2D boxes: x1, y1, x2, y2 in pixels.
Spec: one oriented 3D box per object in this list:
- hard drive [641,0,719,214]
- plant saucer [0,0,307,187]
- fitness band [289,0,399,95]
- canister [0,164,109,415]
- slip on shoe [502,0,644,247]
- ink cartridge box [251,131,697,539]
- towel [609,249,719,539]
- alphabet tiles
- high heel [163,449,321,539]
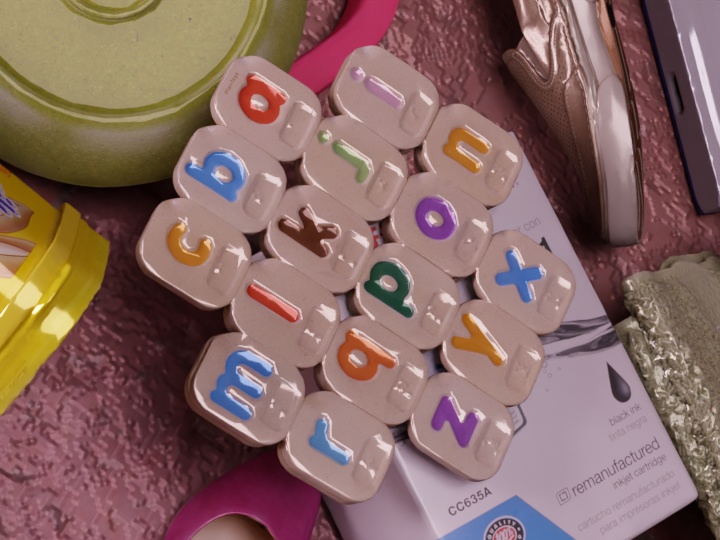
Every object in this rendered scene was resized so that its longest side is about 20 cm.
[{"bbox_3d":[0.254,-0.109,1.440,0.199,0.025,0.133,-9,81,-30],"label":"hard drive"},{"bbox_3d":[-0.117,-0.140,1.210,0.199,0.031,0.201,2,82,-15],"label":"plant saucer"},{"bbox_3d":[-0.067,-0.141,1.275,0.200,0.037,0.144,-37,97,-30],"label":"fitness band"},{"bbox_3d":[-0.209,-0.035,1.104,0.200,0.149,0.087,39,97,-10],"label":"canister"},{"bbox_3d":[0.104,-0.108,1.344,0.060,0.076,0.201,-11,89,10],"label":"slip on shoe"},{"bbox_3d":[0.046,0.056,1.249,0.146,0.086,0.201,-27,90,-31],"label":"ink cartridge box"},{"bbox_3d":[0.197,0.084,1.312,0.148,0.036,0.201,-19,83,-62],"label":"towel"},{"bbox_3d":[0.000,0.000,1.184,0.195,0.015,0.201,32,64,-15],"label":"alphabet tiles"},{"bbox_3d":[-0.065,0.149,1.156,0.067,0.096,0.200,49,60,-8],"label":"high heel"}]
